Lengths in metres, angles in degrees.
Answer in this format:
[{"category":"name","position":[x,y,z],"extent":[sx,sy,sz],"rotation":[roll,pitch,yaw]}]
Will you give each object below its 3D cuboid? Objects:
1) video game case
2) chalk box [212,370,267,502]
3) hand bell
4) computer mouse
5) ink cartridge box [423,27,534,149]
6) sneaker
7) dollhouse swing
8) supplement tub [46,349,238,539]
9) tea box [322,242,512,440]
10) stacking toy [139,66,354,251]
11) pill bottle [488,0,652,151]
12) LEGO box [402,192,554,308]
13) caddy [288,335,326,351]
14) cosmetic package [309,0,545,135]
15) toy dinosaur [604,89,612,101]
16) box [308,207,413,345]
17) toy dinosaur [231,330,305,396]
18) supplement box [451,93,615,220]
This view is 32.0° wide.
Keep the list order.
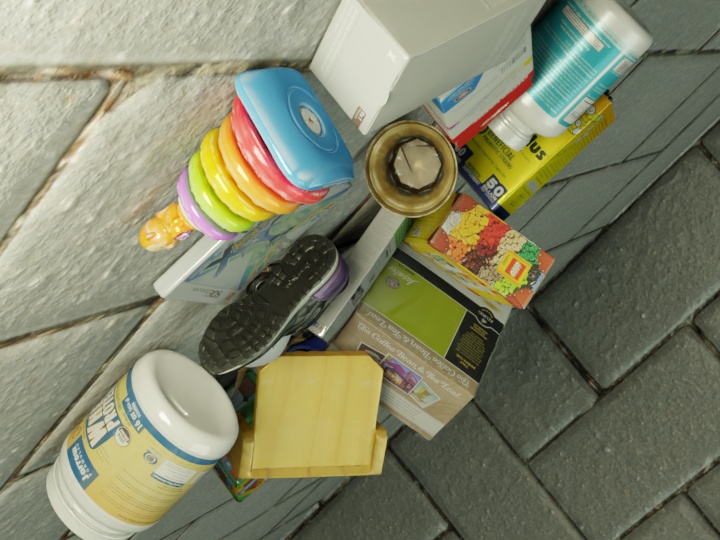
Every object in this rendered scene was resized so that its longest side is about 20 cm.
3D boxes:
[{"category":"video game case","position":[-0.106,-0.038,1.306],"extent":[0.200,0.022,0.182],"rotation":[-43,168,8]},{"category":"chalk box","position":[-0.171,0.243,1.864],"extent":[0.124,0.124,0.200],"rotation":[-37,168,-15]},{"category":"hand bell","position":[0.076,-0.129,1.448],"extent":[0.104,0.104,0.200],"rotation":[-44,180,18]},{"category":"computer mouse","position":[-0.104,0.061,1.509],"extent":[0.108,0.044,0.201],"rotation":[-14,146,-32]},{"category":"ink cartridge box","position":[0.114,-0.204,1.284],"extent":[0.116,0.067,0.200],"rotation":[-40,168,1]},{"category":"sneaker","position":[-0.089,0.057,1.415],"extent":[0.199,0.076,0.088],"rotation":[-41,148,-2]},{"category":"dollhouse swing","position":[-0.074,0.181,1.704],"extent":[0.197,0.179,0.182],"rotation":[0,-172,-15]},{"category":"supplement tub","position":[-0.250,0.204,1.431],"extent":[0.200,0.145,0.144],"rotation":[-45,167,19]},{"category":"tea box","position":[0.079,0.088,1.768],"extent":[0.134,0.199,0.198],"rotation":[-51,-175,45]},{"category":"stacking toy","position":[-0.112,-0.069,1.041],"extent":[0.199,0.111,0.116],"rotation":[-34,174,25]},{"category":"pill bottle","position":[0.228,-0.231,1.437],"extent":[0.200,0.111,0.110],"rotation":[-44,167,20]},{"category":"LEGO box","position":[0.146,-0.029,1.640],"extent":[0.078,0.148,0.200],"rotation":[-56,-169,-3]},{"category":"caddy","position":[-0.067,0.187,1.945],"extent":[0.105,0.142,0.201],"rotation":[-33,165,-43]},{"category":"cosmetic package","position":[0.062,-0.208,1.077],"extent":[0.199,0.091,0.107],"rotation":[-28,163,-37]},{"category":"toy dinosaur","position":[0.286,-0.239,1.698],"extent":[0.087,0.048,0.199],"rotation":[9,-148,44]},{"category":"box","position":[0.000,0.000,1.600],"extent":[0.201,0.036,0.144],"rotation":[-54,174,-4]},{"category":"toy dinosaur","position":[-0.125,0.076,1.625],"extent":[0.100,0.059,0.201],"rotation":[-16,149,-28]},{"category":"supplement box","position":[0.214,-0.174,1.598],"extent":[0.200,0.109,0.109],"rotation":[-43,168,8]}]
